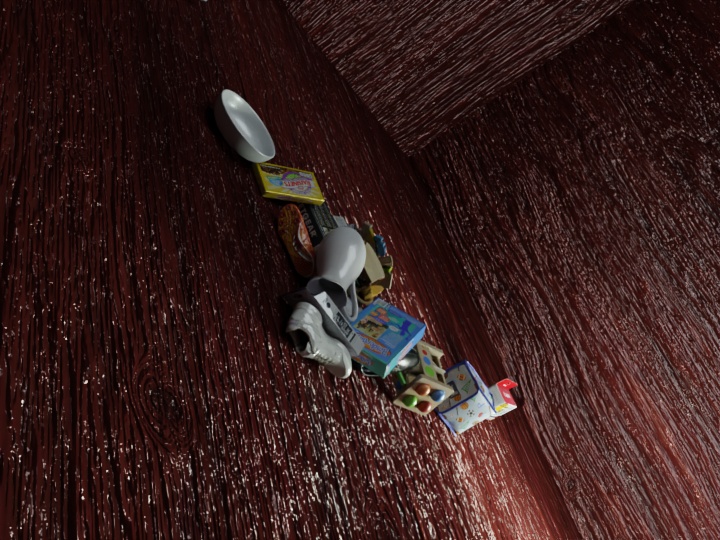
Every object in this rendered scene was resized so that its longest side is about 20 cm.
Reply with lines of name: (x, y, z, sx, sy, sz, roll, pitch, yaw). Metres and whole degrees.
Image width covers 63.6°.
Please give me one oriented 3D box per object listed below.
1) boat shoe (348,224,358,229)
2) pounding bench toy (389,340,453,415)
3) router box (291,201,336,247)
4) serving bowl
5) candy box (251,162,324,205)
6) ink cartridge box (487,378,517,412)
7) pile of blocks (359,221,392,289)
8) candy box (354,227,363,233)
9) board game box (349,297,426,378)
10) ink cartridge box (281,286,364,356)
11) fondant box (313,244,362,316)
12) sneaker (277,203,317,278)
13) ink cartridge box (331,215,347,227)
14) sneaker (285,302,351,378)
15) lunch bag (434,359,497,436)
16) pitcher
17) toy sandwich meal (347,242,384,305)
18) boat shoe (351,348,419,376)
boat shoe: (0.021, -0.067, 1.821, 0.071, 0.067, 0.203, 28, 35, -59)
pounding bench toy: (0.131, 0.281, 1.569, 0.198, 0.124, 0.158, 27, 33, -30)
router box: (-0.125, -0.144, 1.667, 0.203, 0.050, 0.149, 65, 17, 11)
serving bowl: (-0.304, -0.354, 1.475, 0.201, 0.065, 0.201, 50, 19, -24)
candy box: (-0.192, -0.232, 1.555, 0.197, 0.026, 0.104, 2, 58, -45)
ink cartridge box: (0.542, 0.513, 2.295, 0.199, 0.174, 0.085, 29, 33, -57)
pile of blocks: (0.055, -0.048, 1.684, 0.062, 0.080, 0.204, -46, 123, -68)
candy box: (-0.001, -0.020, 1.717, 0.117, 0.055, 0.205, -30, 107, -73)
board game box: (0.049, 0.157, 1.411, 0.150, 0.046, 0.199, 29, 37, 22)
ink cartridge box: (-0.082, 0.110, 1.290, 0.201, 0.098, 0.039, 54, 50, -19)
fondant box: (-0.065, 0.050, 1.513, 0.144, 0.058, 0.203, 34, 31, -55)
sneaker: (-0.157, -0.070, 1.454, 0.077, 0.072, 0.204, 42, 30, -73)
ink cartridge box: (-0.036, -0.080, 1.850, 0.203, 0.037, 0.094, 60, 16, 7)
sneaker: (-0.095, 0.169, 1.244, 0.201, 0.074, 0.100, 54, 37, -20)
lunch bag: (0.313, 0.398, 1.841, 0.202, 0.168, 0.124, 54, 13, -20)
pitcher: (-0.043, 0.008, 1.405, 0.173, 0.119, 0.202, 57, 33, -34)
toy sandwich meal: (0.000, 0.000, 1.557, 0.206, 0.069, 0.207, 51, 20, -27)
boat shoe: (0.069, 0.228, 1.443, 0.197, 0.075, 0.063, 5, 14, -31)
